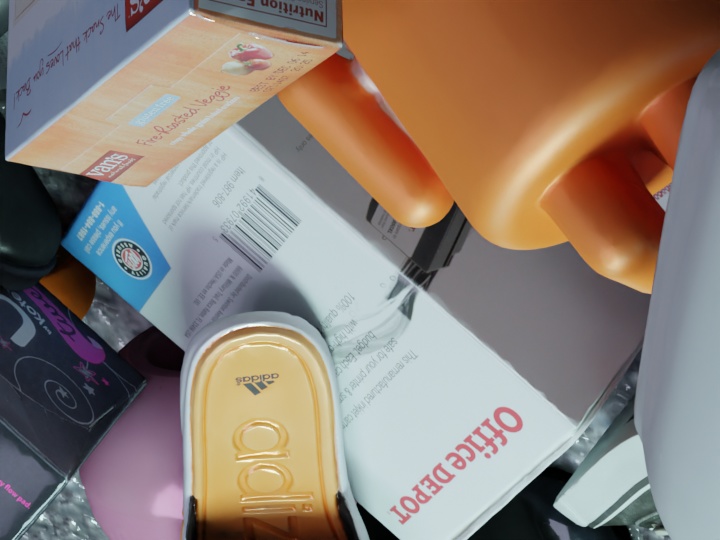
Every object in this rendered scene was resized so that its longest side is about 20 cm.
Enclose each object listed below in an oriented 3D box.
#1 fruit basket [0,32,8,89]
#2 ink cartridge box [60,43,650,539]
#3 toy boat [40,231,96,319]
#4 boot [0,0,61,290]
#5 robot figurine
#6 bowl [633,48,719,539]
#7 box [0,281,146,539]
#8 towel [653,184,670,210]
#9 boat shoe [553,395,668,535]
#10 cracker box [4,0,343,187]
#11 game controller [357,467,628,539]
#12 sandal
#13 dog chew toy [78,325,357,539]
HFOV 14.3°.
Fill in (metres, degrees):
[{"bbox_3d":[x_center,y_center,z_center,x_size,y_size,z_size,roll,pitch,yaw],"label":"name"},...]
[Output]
[{"bbox_3d":[-0.186,-0.150,1.141,0.199,0.094,0.186,-10,123,30],"label":"fruit basket"},{"bbox_3d":[0.000,0.000,1.109,0.200,0.084,0.145,41,146,-1],"label":"ink cartridge box"},{"bbox_3d":[-0.183,0.010,1.277,0.130,0.131,0.200,-10,154,0],"label":"toy boat"},{"bbox_3d":[-0.122,-0.105,1.072,0.165,0.066,0.200,39,110,-22],"label":"boot"},{"bbox_3d":[0.051,-0.087,0.910,0.201,0.116,0.144,57,143,18],"label":"robot figurine"},{"bbox_3d":[0.148,-0.015,0.841,0.074,0.200,0.201,23,129,25],"label":"bowl"},{"bbox_3d":[-0.201,0.031,1.115,0.200,0.132,0.115,43,108,-3],"label":"box"},{"bbox_3d":[0.160,-0.019,0.991,0.200,0.030,0.146,42,144,-5],"label":"towel"},{"bbox_3d":[0.124,0.072,1.050,0.064,0.071,0.200,41,165,1],"label":"boat shoe"},{"bbox_3d":[-0.061,-0.143,0.923,0.057,0.201,0.134,11,158,-29],"label":"cracker box"},{"bbox_3d":[0.043,0.130,1.260,0.199,0.042,0.105,-2,113,44],"label":"game controller"},{"bbox_3d":[-0.037,0.106,1.108,0.079,0.059,0.207,-6,133,2],"label":"sandal"},{"bbox_3d":[-0.051,0.120,1.231,0.124,0.124,0.201,10,120,36],"label":"dog chew toy"}]
